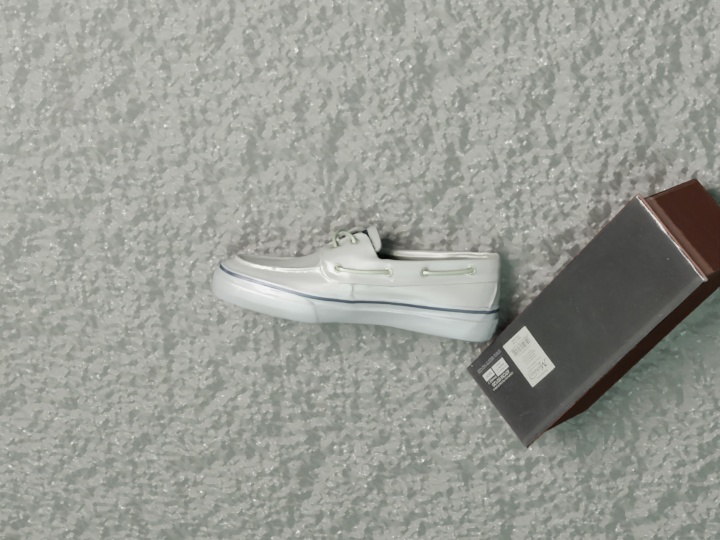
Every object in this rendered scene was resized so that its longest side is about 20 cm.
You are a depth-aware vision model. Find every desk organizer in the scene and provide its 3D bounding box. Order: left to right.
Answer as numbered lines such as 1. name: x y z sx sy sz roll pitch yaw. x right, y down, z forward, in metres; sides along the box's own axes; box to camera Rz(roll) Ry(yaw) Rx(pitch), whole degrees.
1. desk organizer: 0.169 0.029 1.176 0.072 0.077 0.200 53 130 15

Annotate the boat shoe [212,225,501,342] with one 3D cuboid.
1. boat shoe: 0.000 0.000 1.188 0.200 0.074 0.067 8 102 -10
